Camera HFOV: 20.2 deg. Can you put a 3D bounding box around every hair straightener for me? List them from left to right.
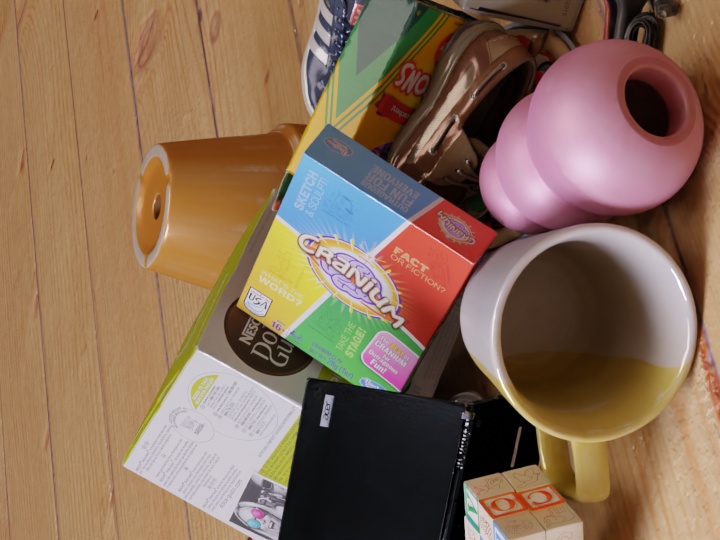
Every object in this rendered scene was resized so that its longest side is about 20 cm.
[{"bbox_3d":[0.198,-0.185,1.483,0.077,0.041,0.200,-158,75,-67],"label":"hair straightener"}]

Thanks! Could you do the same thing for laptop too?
[{"bbox_3d":[0.042,0.167,1.528,0.103,0.200,0.178,19,105,32],"label":"laptop"}]

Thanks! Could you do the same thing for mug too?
[{"bbox_3d":[0.134,0.053,1.443,0.187,0.149,0.153,-65,15,-2],"label":"mug"}]

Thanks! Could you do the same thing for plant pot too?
[{"bbox_3d":[-0.125,-0.056,2.027,0.200,0.183,0.201,-173,90,-67],"label":"plant pot"}]

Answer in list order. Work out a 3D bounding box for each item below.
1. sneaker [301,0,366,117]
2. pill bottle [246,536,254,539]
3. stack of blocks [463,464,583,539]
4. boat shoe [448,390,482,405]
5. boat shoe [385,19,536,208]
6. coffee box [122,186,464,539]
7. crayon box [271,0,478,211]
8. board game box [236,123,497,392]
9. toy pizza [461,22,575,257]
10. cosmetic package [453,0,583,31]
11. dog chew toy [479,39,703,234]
[{"bbox_3d":[-0.008,-0.228,1.936,0.085,0.075,0.200,162,112,-70],"label":"sneaker"},{"bbox_3d":[-0.055,0.280,1.858,0.200,0.119,0.120,124,145,-48],"label":"pill bottle"},{"bbox_3d":[0.116,0.245,1.463,0.115,0.058,0.200,-131,32,-60],"label":"stack of blocks"},{"bbox_3d":[0.052,0.182,1.709,0.065,0.074,0.202,-56,-7,-47],"label":"boat shoe"},{"bbox_3d":[0.075,-0.095,1.572,0.072,0.076,0.200,34,108,41],"label":"boat shoe"},{"bbox_3d":[-0.056,0.093,1.726,0.200,0.198,0.200,-55,8,48],"label":"coffee box"},{"bbox_3d":[0.022,-0.119,1.602,0.051,0.127,0.200,34,104,35],"label":"crayon box"},{"bbox_3d":[0.000,0.000,1.549,0.040,0.153,0.200,-52,-7,-40],"label":"board game box"},{"bbox_3d":[0.106,-0.109,1.626,0.200,0.032,0.201,-25,56,45],"label":"toy pizza"},{"bbox_3d":[0.103,-0.268,1.652,0.200,0.105,0.071,-123,46,-59],"label":"cosmetic package"},{"bbox_3d":[0.154,-0.084,1.444,0.200,0.124,0.125,-34,53,56],"label":"dog chew toy"}]
